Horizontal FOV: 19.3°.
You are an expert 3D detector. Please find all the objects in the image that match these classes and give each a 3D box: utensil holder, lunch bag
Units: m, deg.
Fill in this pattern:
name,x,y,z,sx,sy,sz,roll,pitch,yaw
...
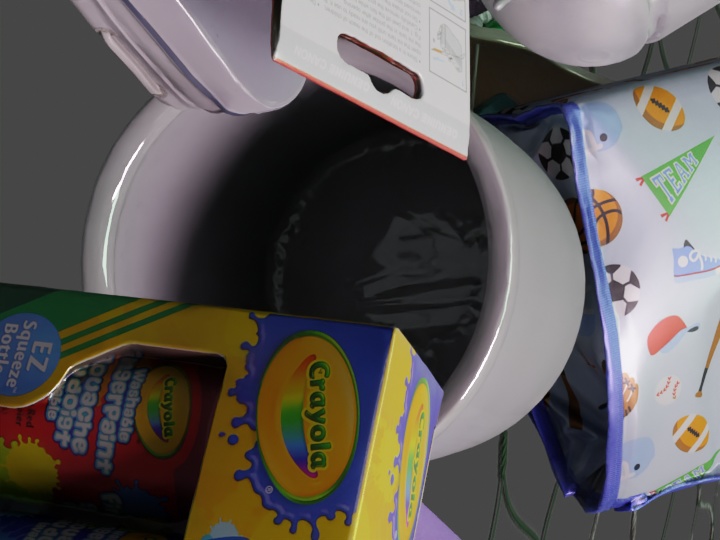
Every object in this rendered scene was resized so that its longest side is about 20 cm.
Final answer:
name,x,y,z,sx,sy,sz,roll,pitch,yaw
utensil holder,0.000,0.000,0.878,0.200,0.169,0.171,9,87,-75
lunch bag,0.158,0.003,1.033,0.124,0.169,0.201,-1,-77,67

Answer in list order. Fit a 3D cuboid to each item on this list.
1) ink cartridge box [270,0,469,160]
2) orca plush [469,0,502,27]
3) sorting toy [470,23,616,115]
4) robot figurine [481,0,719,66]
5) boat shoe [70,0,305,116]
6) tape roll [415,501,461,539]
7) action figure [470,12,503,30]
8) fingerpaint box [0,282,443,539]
name,x,y,z,sx,sy,sz,roll,pitch,yaw
ink cartridge box,-0.012,-0.141,0.726,0.109,0.050,0.201,23,61,-48
orca plush,-0.010,-0.152,0.950,0.200,0.071,0.106,-5,91,-52
sorting toy,0.094,-0.025,1.104,0.107,0.179,0.201,-134,-132,-79
robot figurine,0.126,-0.164,0.931,0.113,0.199,0.170,59,-13,-4
boat shoe,-0.093,-0.126,0.711,0.200,0.065,0.074,58,45,-31
tape roll,-0.032,0.175,0.829,0.200,0.066,0.200,-44,166,-14
action figure,0.074,-0.135,1.248,0.200,0.054,0.119,-52,146,-52
fingerpaint box,-0.076,0.112,0.676,0.073,0.166,0.201,53,46,-64
